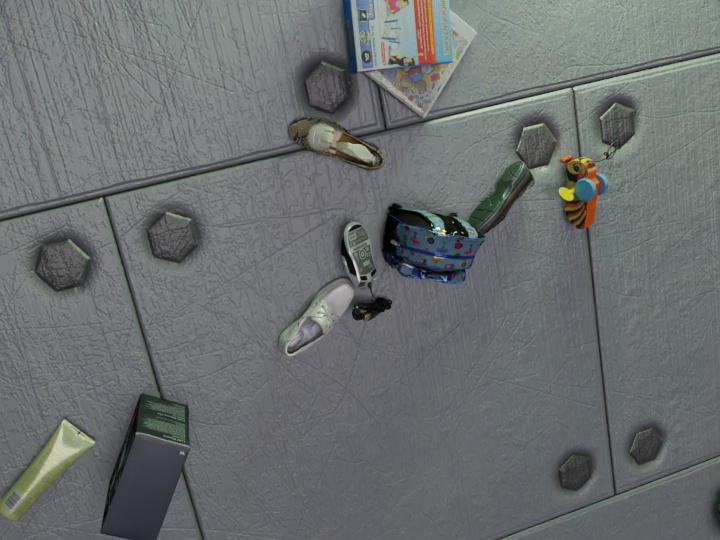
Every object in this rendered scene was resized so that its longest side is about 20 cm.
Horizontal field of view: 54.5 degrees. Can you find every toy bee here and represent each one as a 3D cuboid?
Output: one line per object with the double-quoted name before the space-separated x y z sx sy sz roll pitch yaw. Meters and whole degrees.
"toy bee" 0.480 -0.199 1.506 0.130 0.108 0.202 2 118 -48

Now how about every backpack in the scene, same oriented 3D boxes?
"backpack" 0.148 -0.046 1.378 0.180 0.200 0.137 8 100 -18

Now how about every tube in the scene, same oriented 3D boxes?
"tube" -0.604 0.384 1.339 0.201 0.052 0.058 -50 152 -5

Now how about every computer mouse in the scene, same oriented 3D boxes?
"computer mouse" 0.000 0.000 1.420 0.109 0.043 0.203 -25 103 -45

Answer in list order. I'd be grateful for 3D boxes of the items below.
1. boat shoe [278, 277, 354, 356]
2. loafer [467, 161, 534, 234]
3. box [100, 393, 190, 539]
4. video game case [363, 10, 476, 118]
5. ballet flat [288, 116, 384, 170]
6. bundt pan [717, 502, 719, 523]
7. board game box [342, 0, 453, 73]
"boat shoe" -0.081 0.101 1.413 0.071 0.069 0.200 44 87 -17
"loafer" 0.298 -0.134 1.473 0.063 0.072 0.201 38 88 -26
"box" -0.402 0.368 1.320 0.103 0.182 0.203 19 96 -19
"video game case" 0.108 -0.436 1.373 0.181 0.023 0.202 32 92 -20
"ballet flat" -0.039 -0.244 1.345 0.197 0.075 0.069 19 97 -19
"bundt pan" 1.028 0.630 1.850 0.199 0.076 0.205 -4 103 -16
"board game box" 0.068 -0.482 1.311 0.193 0.056 0.203 -10 104 -15
